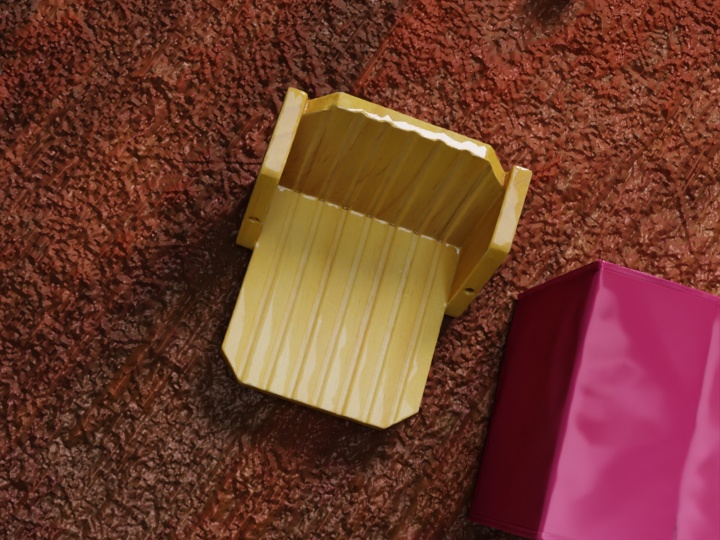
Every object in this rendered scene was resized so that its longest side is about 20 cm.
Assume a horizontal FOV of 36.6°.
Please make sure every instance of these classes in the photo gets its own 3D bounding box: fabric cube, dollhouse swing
[{"bbox_3d":[0.218,0.127,0.844,0.199,0.196,0.201,16,78,-6],"label":"fabric cube"},{"bbox_3d":[0.000,0.000,0.847,0.199,0.182,0.177,19,59,-7],"label":"dollhouse swing"}]
